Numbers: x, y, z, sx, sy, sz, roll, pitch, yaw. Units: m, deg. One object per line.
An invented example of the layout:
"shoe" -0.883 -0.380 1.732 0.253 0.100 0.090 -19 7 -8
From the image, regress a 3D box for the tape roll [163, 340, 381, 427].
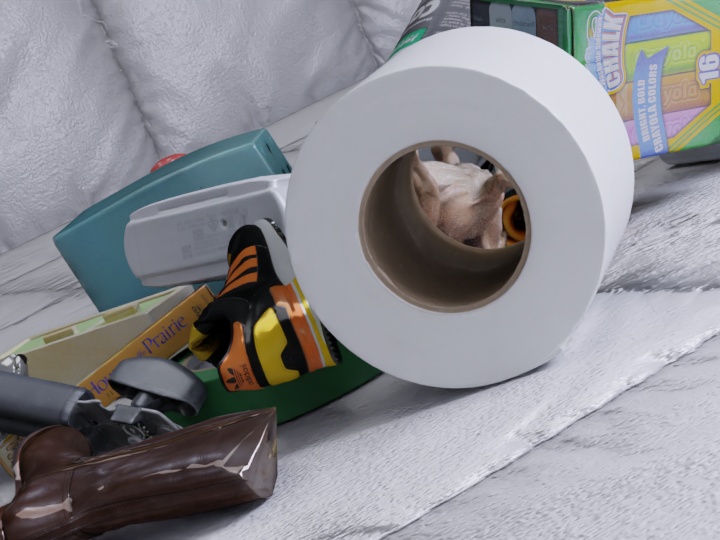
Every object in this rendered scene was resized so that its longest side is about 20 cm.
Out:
"tape roll" -0.054 0.061 1.398 0.199 0.048 0.200 -23 9 4

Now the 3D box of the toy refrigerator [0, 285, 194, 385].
"toy refrigerator" -0.231 0.073 1.688 0.199 0.070 0.076 -17 11 33

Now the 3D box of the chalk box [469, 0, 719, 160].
"chalk box" 0.160 -0.146 1.430 0.199 0.125 0.124 -12 18 -30

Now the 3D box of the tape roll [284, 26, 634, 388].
"tape roll" 0.066 -0.043 1.214 0.201 0.204 0.139 -20 11 19

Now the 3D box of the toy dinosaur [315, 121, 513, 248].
"toy dinosaur" 0.050 -0.039 1.360 0.199 0.136 0.086 13 25 -31

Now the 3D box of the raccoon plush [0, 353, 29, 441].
"raccoon plush" -0.345 0.144 1.570 0.200 0.097 0.134 -41 -26 3

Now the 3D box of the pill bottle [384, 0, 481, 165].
"pill bottle" 0.078 -0.158 1.588 0.112 0.113 0.201 -18 28 32

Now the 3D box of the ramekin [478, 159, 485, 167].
"ramekin" 0.050 -0.101 1.739 0.201 0.095 0.202 -15 -3 -1

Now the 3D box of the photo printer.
"photo printer" -0.060 -0.036 1.500 0.165 0.070 0.199 -11 0 36

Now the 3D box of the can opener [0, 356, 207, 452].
"can opener" -0.189 0.090 1.350 0.199 0.053 0.067 8 57 36

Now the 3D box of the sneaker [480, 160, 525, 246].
"sneaker" 0.126 -0.051 1.494 0.077 0.079 0.200 -32 12 -18

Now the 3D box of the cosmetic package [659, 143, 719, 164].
"cosmetic package" 0.310 -0.211 1.535 0.164 0.201 0.165 -27 10 -24

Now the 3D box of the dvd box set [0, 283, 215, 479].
"dvd box set" -0.192 0.083 1.478 0.200 0.029 0.146 -38 3 -6

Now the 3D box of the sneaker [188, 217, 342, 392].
"sneaker" -0.080 0.024 1.296 0.089 0.070 0.200 -22 23 -9

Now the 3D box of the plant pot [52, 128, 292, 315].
"plant pot" -0.150 -0.036 1.768 0.199 0.142 0.141 -32 8 12

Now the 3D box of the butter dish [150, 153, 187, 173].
"butter dish" -0.166 -0.046 1.944 0.198 0.149 0.200 -23 10 10

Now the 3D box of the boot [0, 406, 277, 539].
"boot" -0.128 0.120 1.217 0.199 0.065 0.187 -22 17 14
